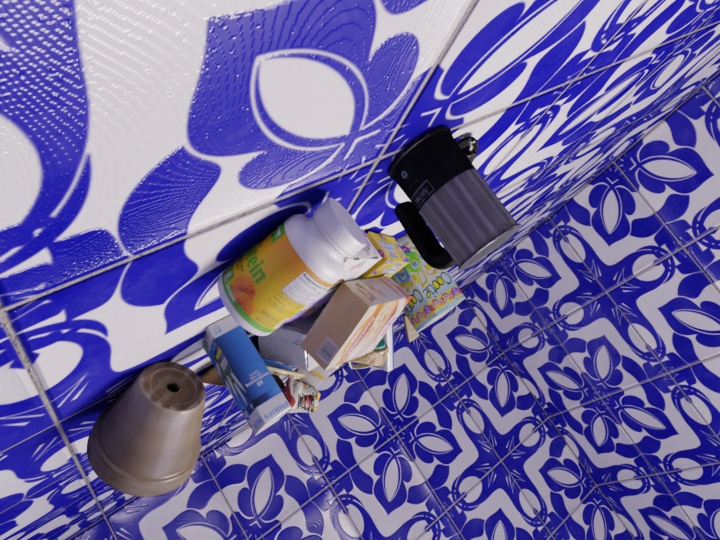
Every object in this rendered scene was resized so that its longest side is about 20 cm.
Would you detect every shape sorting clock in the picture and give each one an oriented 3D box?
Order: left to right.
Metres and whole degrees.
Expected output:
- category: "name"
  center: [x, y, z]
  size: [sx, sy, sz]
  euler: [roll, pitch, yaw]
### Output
- category: "shape sorting clock"
  center: [-0.214, 0.202, 1.195]
  size: [0.200, 0.198, 0.040]
  euler: [76, 30, -78]

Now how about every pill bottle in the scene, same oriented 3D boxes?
- category: "pill bottle"
  center: [-0.093, -0.008, 0.794]
  size: [0.199, 0.112, 0.111]
  euler: [-38, 168, 14]

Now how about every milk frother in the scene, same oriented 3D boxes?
- category: "milk frother"
  center: [0.169, -0.117, 0.900]
  size: [0.199, 0.189, 0.181]
  euler: [-30, 169, -19]

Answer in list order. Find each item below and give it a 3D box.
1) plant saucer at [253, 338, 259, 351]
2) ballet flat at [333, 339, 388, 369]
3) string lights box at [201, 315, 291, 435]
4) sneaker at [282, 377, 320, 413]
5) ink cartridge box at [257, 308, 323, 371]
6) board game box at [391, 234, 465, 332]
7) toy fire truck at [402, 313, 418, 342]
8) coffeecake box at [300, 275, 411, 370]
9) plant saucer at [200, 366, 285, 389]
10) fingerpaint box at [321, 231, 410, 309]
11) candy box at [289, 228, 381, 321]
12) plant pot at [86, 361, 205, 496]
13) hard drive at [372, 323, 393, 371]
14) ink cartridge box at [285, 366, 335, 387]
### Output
- category: "plant saucer"
  center: [-0.205, 0.171, 1.397]
  size: [0.199, 0.035, 0.200]
  euler: [-33, 169, -7]
- category: "ballet flat"
  center: [-0.036, 0.194, 1.285]
  size: [0.198, 0.066, 0.071]
  euler: [1, -158, 7]
- category: "string lights box"
  center: [-0.211, 0.191, 1.037]
  size: [0.059, 0.201, 0.103]
  euler: [-27, 166, -31]
- category: "sneaker"
  center: [-0.133, 0.286, 1.291]
  size: [0.200, 0.081, 0.079]
  euler: [45, 63, -84]
- category: "ink cartridge box"
  center: [-0.106, 0.133, 1.230]
  size: [0.145, 0.084, 0.199]
  euler: [9, -162, 35]
- category: "board game box"
  center: [0.134, 0.024, 1.342]
  size: [0.103, 0.201, 0.105]
  euler: [-26, 166, -34]
- category: "toy fire truck"
  center: [0.063, 0.102, 1.452]
  size: [0.175, 0.201, 0.129]
  euler: [-33, 168, -7]
- category: "coffeecake box"
  center: [-0.004, 0.095, 1.095]
  size: [0.154, 0.073, 0.200]
  euler: [-56, 160, 18]
- category: "plant saucer"
  center: [-0.268, 0.243, 1.296]
  size: [0.198, 0.036, 0.200]
  euler: [6, 172, 1]
- category: "fingerpaint box"
  center: [0.000, 0.000, 1.183]
  size: [0.166, 0.074, 0.200]
  euler: [-37, 170, 15]
- category: "candy box"
  center: [-0.080, 0.009, 1.000]
  size: [0.199, 0.072, 0.168]
  euler: [-38, 168, 18]
- category: "plant pot"
  center: [-0.362, 0.266, 1.016]
  size: [0.199, 0.200, 0.174]
  euler: [-15, 142, -59]
- category: "hard drive"
  center: [0.025, 0.124, 1.338]
  size: [0.025, 0.202, 0.131]
  euler: [-11, -165, -40]
- category: "ink cartridge box"
  center: [-0.086, 0.219, 1.410]
  size: [0.200, 0.067, 0.117]
  euler: [-46, 180, 28]
